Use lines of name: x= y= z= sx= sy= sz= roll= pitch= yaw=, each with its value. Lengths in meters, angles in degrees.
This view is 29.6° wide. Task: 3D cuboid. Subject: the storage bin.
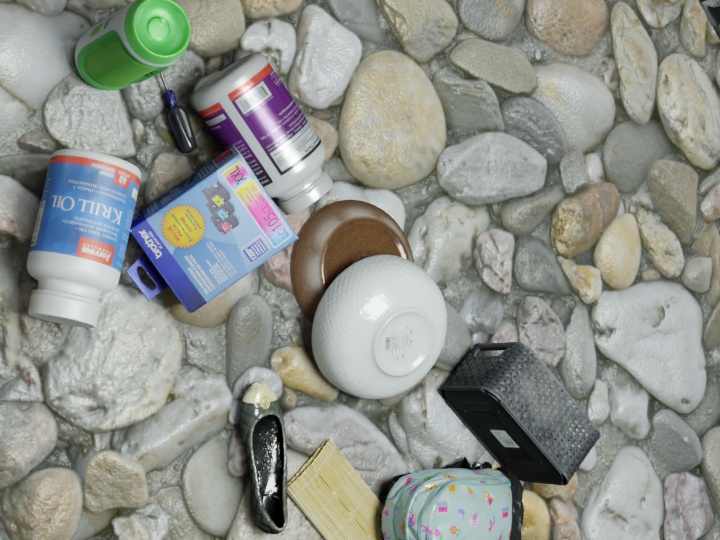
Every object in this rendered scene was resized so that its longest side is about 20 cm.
storage bin: x=0.227 y=0.204 z=1.939 sx=0.200 sy=0.135 sz=0.094 roll=50 pitch=64 yaw=-18

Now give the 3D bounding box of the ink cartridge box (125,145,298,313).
ink cartridge box: x=-0.199 y=-0.042 z=1.712 sx=0.200 sy=0.076 sz=0.136 roll=-35 pitch=106 yaw=-1

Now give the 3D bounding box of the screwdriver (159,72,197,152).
screwdriver: x=-0.251 y=-0.247 z=1.752 sx=0.029 sy=0.028 sz=0.200 roll=-26 pitch=100 yaw=-61

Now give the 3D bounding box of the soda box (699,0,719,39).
soda box: x=0.654 y=-0.391 z=2.286 sx=0.071 sy=0.063 sz=0.200 roll=-40 pitch=107 yaw=-27

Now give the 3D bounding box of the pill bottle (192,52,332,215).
pill bottle: x=-0.122 y=-0.174 z=1.773 sx=0.112 sy=0.112 sz=0.200 roll=-42 pitch=108 yaw=-27

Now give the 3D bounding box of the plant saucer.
plant saucer: x=0.000 y=0.000 z=1.878 sx=0.200 sy=0.037 sz=0.200 roll=3 pitch=85 yaw=-32

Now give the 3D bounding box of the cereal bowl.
cereal bowl: x=0.038 y=0.085 z=1.832 sx=0.200 sy=0.083 sz=0.200 roll=-12 pitch=114 yaw=-29

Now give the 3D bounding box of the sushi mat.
sushi mat: x=-0.016 y=0.334 z=1.855 sx=0.096 sy=0.012 sz=0.200 roll=-46 pitch=109 yaw=-27

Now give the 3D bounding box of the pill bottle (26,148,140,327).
pill bottle: x=-0.336 y=-0.036 z=1.633 sx=0.112 sy=0.112 sz=0.200 roll=15 pitch=78 yaw=-29

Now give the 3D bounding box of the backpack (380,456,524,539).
backpack: x=0.128 y=0.338 z=1.872 sx=0.200 sy=0.127 sz=0.167 roll=10 pitch=79 yaw=-36

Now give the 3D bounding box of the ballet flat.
ballet flat: x=-0.117 y=0.243 z=1.776 sx=0.066 sy=0.057 sz=0.200 roll=-6 pitch=89 yaw=-32

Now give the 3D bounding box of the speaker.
speaker: x=-0.276 y=-0.271 z=1.635 sx=0.088 sy=0.200 sz=0.088 roll=3 pitch=85 yaw=-31
